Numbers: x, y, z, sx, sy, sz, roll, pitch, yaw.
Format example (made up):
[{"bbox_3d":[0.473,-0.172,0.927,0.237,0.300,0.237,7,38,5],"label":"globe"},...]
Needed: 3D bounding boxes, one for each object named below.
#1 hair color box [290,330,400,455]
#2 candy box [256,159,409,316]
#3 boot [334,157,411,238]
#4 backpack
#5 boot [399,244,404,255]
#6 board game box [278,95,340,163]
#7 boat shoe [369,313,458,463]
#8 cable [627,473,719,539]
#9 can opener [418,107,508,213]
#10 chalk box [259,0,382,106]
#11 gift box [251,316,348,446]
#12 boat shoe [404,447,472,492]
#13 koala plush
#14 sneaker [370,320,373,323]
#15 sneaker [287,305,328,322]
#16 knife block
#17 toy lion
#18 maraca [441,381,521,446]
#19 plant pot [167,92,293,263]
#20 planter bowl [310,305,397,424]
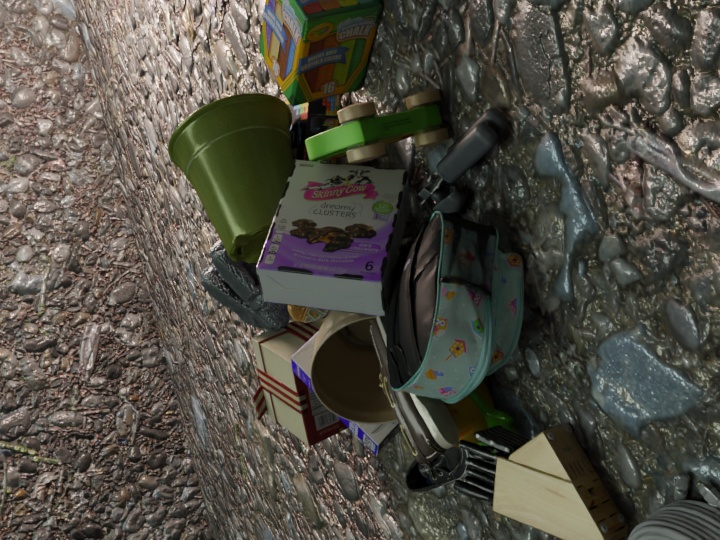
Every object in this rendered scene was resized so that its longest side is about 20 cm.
[{"bbox_3d":[-0.007,0.181,1.413,0.199,0.109,0.065,42,159,18],"label":"hair color box"},{"bbox_3d":[-0.031,-0.048,1.172,0.072,0.163,0.203,82,-163,-49],"label":"candy box"},{"bbox_3d":[0.005,-0.113,1.330,0.199,0.069,0.150,-3,97,60],"label":"boot"},{"bbox_3d":[0.109,0.058,1.075,0.176,0.150,0.204,131,157,-59],"label":"backpack"},{"bbox_3d":[0.000,0.000,1.254,0.075,0.195,0.076,-166,70,-67],"label":"boot"},{"bbox_3d":[-0.094,-0.195,1.418,0.199,0.055,0.170,-165,79,-69],"label":"board game box"},{"bbox_3d":[0.057,0.151,1.154,0.059,0.071,0.203,-39,65,25],"label":"boat shoe"},{"bbox_3d":[0.350,0.336,0.888,0.200,0.068,0.203,49,146,41],"label":"cable"},{"bbox_3d":[0.131,-0.125,1.094,0.067,0.054,0.200,39,153,-5],"label":"can opener"},{"bbox_3d":[-0.056,-0.354,1.231,0.125,0.123,0.202,59,153,26],"label":"chalk box"},{"bbox_3d":[-0.088,0.199,1.583,0.186,0.181,0.205,21,121,56],"label":"gift box"},{"bbox_3d":[0.116,0.296,1.353,0.071,0.065,0.200,65,154,15],"label":"boat shoe"},{"bbox_3d":[-0.158,-0.015,1.601,0.183,0.201,0.177,41,151,-1],"label":"koala plush"},{"bbox_3d":[-0.035,0.002,1.429,0.114,0.071,0.204,65,180,-77],"label":"sneaker"},{"bbox_3d":[-0.057,-0.020,1.332,0.088,0.074,0.204,-110,39,-64],"label":"sneaker"},{"bbox_3d":[0.205,0.276,1.084,0.176,0.063,0.202,-46,62,35],"label":"knife block"},{"bbox_3d":[0.005,-0.173,1.148,0.189,0.198,0.070,-10,97,47],"label":"toy lion"},{"bbox_3d":[0.136,0.190,1.211,0.198,0.107,0.138,32,151,21],"label":"maraca"},{"bbox_3d":[-0.165,-0.122,1.310,0.193,0.196,0.201,68,155,21],"label":"plant pot"},{"bbox_3d":[0.022,0.107,1.318,0.136,0.195,0.204,-95,6,-55],"label":"planter bowl"}]
